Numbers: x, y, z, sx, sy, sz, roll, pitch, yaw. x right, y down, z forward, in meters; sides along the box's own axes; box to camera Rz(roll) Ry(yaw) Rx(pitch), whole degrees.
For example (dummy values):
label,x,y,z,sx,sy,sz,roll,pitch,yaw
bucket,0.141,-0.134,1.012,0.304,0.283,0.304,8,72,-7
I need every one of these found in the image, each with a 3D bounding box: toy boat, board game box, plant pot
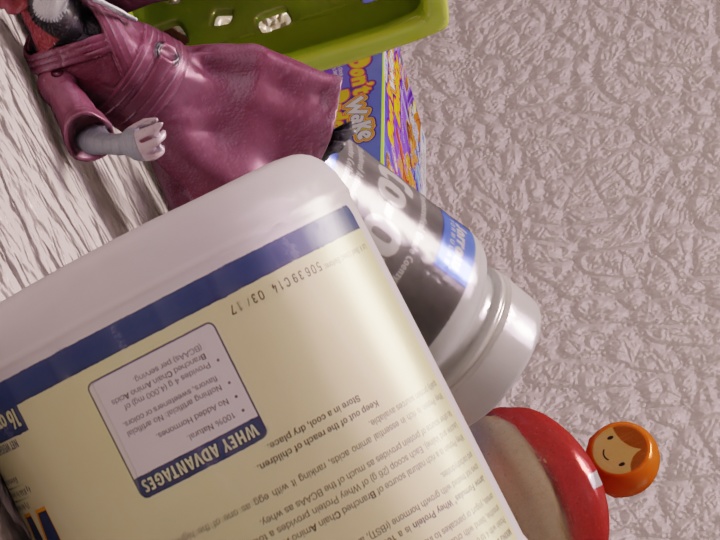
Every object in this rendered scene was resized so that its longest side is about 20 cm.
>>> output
label,x,y,z,sx,sy,sz,roll,pitch,yaw
toy boat,0.142,0.144,1.794,0.200,0.130,0.131,100,-33,-87
board game box,0.008,-0.063,1.737,0.201,0.044,0.135,-89,166,-44
plant pot,-0.072,-0.242,1.556,0.182,0.198,0.201,-108,-176,-48

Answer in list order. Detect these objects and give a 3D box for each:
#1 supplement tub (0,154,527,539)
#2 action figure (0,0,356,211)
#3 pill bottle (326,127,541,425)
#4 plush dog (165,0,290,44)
label,x,y,z,sx,sy,sz,roll,pitch,yaw
supplement tub,-0.030,0.079,0.860,0.201,0.144,0.145,63,4,0
action figure,-0.107,-0.099,1.333,0.200,0.135,0.149,34,-24,-21
pill bottle,0.000,0.000,1.503,0.200,0.114,0.114,36,15,-21
plush dog,-0.096,-0.179,1.832,0.171,0.161,0.200,35,-14,35
